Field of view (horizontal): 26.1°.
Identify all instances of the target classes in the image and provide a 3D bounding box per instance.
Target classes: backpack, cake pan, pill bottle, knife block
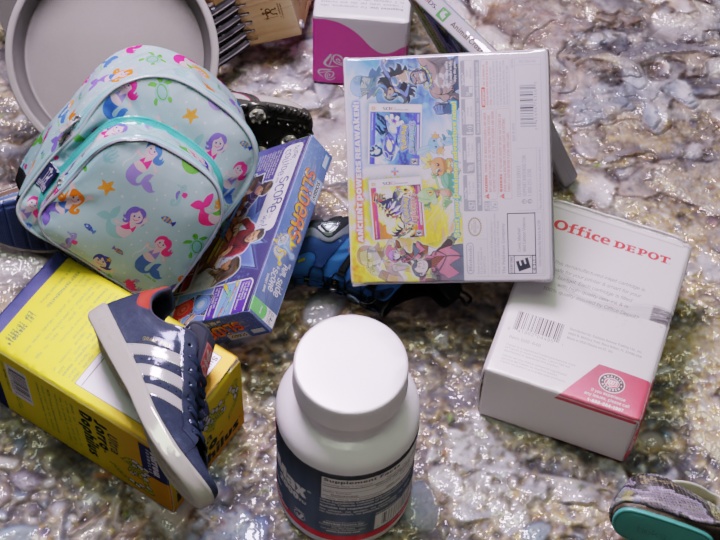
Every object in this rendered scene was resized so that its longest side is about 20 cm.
[{"bbox_3d":[-0.189,-0.087,1.359,0.200,0.177,0.151,-50,27,9],"label":"backpack"},{"bbox_3d":[-0.232,-0.203,1.460,0.198,0.037,0.203,0,94,-4],"label":"cake pan"},{"bbox_3d":[-0.011,0.128,1.263,0.118,0.201,0.121,1,54,-2],"label":"pill bottle"},{"bbox_3d":[-0.143,-0.279,1.618,0.173,0.064,0.201,-8,35,13],"label":"knife block"}]

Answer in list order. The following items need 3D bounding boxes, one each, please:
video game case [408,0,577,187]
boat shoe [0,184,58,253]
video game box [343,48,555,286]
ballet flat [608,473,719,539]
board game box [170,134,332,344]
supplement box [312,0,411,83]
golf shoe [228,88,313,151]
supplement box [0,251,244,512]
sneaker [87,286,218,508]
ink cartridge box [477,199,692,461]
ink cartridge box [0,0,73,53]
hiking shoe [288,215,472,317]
[{"bbox_3d":[0.127,-0.180,1.492,0.022,0.200,0.182,-42,64,1],"label":"video game case"},{"bbox_3d":[-0.262,-0.070,1.478,0.198,0.073,0.073,-7,44,-11],"label":"boat shoe"},{"bbox_3d":[0.078,-0.089,1.362,0.180,0.047,0.203,-1,96,9],"label":"video game box"},{"bbox_3d":[0.308,0.220,1.296,0.199,0.072,0.072,23,57,11],"label":"ballet flat"},{"bbox_3d":[-0.111,-0.024,1.418,0.134,0.034,0.202,-13,46,39],"label":"board game box"},{"bbox_3d":[0.008,-0.300,1.624,0.102,0.102,0.202,4,54,0],"label":"supplement box"},{"bbox_3d":[-0.145,-0.160,1.537,0.197,0.078,0.089,0,49,-3],"label":"golf shoe"},{"bbox_3d":[-0.211,0.095,1.333,0.199,0.110,0.109,29,60,17],"label":"supplement box"},{"bbox_3d":[-0.142,0.091,1.225,0.084,0.075,0.201,-25,60,-12],"label":"sneaker"},{"bbox_3d":[0.202,0.050,1.398,0.144,0.085,0.201,18,58,10],"label":"ink cartridge box"},{"bbox_3d":[-0.260,-0.292,1.576,0.199,0.084,0.145,-36,20,-25],"label":"ink cartridge box"},{"bbox_3d":[0.000,0.000,1.432,0.197,0.075,0.088,-8,67,1],"label":"hiking shoe"}]
